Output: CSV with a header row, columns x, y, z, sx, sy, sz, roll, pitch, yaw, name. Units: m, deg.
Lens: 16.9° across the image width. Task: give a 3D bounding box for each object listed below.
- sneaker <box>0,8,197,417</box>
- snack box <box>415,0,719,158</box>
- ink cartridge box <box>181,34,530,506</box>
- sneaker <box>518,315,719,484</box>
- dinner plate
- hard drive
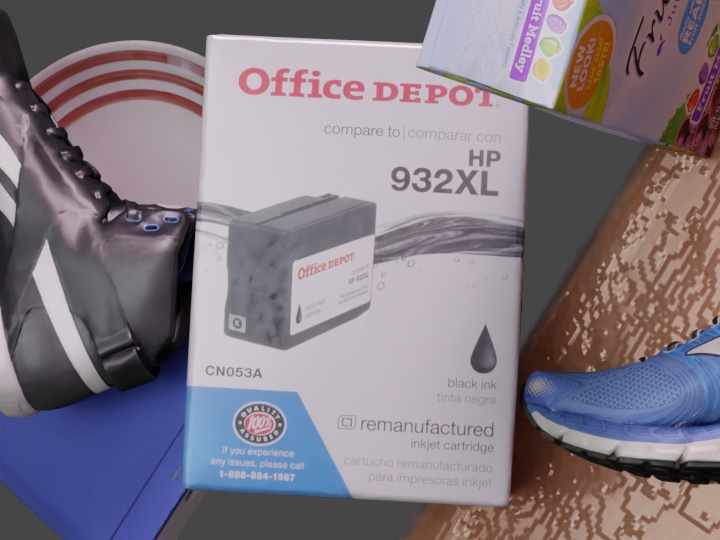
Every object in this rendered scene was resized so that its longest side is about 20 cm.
x,y,z,sx,sy,sz,roll,pitch,yaw,name
-0.128,-0.037,1.133,0.112,0.073,0.200,-12,78,8,sneaker
0.112,-0.141,0.988,0.068,0.200,0.169,20,96,26,snack box
0.000,0.000,1.074,0.145,0.084,0.200,3,88,3,ink cartridge box
0.166,0.043,1.028,0.200,0.079,0.089,-5,77,18,sneaker
-0.112,-0.013,1.190,0.200,0.024,0.200,-2,86,27,dinner plate
-0.146,0.043,1.178,0.200,0.025,0.132,38,104,23,hard drive
